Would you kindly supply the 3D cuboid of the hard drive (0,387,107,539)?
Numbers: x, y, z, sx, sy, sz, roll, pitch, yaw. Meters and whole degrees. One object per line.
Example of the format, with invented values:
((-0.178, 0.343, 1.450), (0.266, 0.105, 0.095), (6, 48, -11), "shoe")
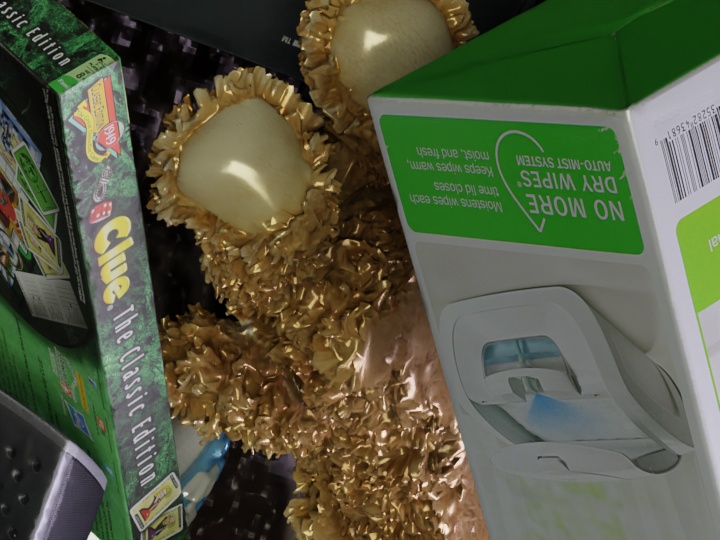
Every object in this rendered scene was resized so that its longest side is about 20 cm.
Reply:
((-0.162, 0.070, 0.793), (0.199, 0.042, 0.136), (22, 94, 34), "hard drive")

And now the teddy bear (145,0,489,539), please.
((0.000, 0.000, 0.805), (0.145, 0.067, 0.200), (-54, 143, -7), "teddy bear")

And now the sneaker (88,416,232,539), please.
((-0.127, 0.087, 0.841), (0.200, 0.075, 0.087), (-39, 94, 1), "sneaker")

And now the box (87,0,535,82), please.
((-0.016, -0.137, 0.772), (0.199, 0.046, 0.160), (19, 103, -42), "box")

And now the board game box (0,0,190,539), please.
((-0.091, -0.010, 0.740), (0.023, 0.201, 0.105), (-37, 59, -24), "board game box")

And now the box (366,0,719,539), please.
((0.123, 0.001, 0.735), (0.200, 0.096, 0.177), (-31, 114, -35), "box")
